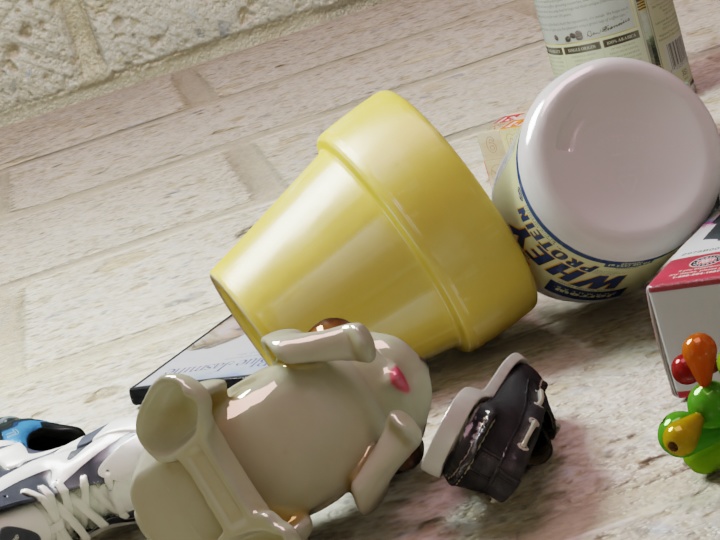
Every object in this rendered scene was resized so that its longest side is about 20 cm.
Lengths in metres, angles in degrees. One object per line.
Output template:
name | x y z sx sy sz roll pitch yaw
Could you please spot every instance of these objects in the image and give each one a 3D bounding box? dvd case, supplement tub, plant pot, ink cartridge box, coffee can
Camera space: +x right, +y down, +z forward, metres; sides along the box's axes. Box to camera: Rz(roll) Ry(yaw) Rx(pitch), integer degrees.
dvd case | -0.084 0.060 1.687 0.142 0.018 0.200 -7 18 32
supplement tub | 0.173 -0.058 1.470 0.144 0.146 0.200 -20 -11 -9
plant pot | 0.000 0.000 1.502 0.189 0.201 0.201 -36 17 -8
ink cartridge box | 0.294 0.002 1.333 0.145 0.083 0.200 -9 17 31
coffee can | 0.262 -0.268 2.141 0.146 0.201 0.146 -16 14 4

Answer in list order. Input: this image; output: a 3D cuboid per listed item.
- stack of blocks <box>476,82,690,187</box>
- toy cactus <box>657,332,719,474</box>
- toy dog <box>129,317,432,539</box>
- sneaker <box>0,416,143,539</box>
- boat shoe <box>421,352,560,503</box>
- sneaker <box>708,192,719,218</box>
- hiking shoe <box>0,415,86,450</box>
stack of blocks | 0.229 -0.137 1.973 0.199 0.059 0.115 -5 18 40
toy cactus | 0.248 0.073 1.136 0.164 0.103 0.200 -6 7 6
toy dog | -0.034 0.110 1.269 0.200 0.140 0.194 -30 -14 -37
sneaker | -0.199 0.164 1.330 0.198 0.080 0.130 -1 30 14
boat shoe | 0.092 0.099 1.250 0.060 0.074 0.200 29 9 11
sneaker | 0.323 -0.058 1.569 0.079 0.074 0.200 -12 18 -18
hiking shoe | -0.276 0.152 1.456 0.086 0.075 0.200 -9 16 32
